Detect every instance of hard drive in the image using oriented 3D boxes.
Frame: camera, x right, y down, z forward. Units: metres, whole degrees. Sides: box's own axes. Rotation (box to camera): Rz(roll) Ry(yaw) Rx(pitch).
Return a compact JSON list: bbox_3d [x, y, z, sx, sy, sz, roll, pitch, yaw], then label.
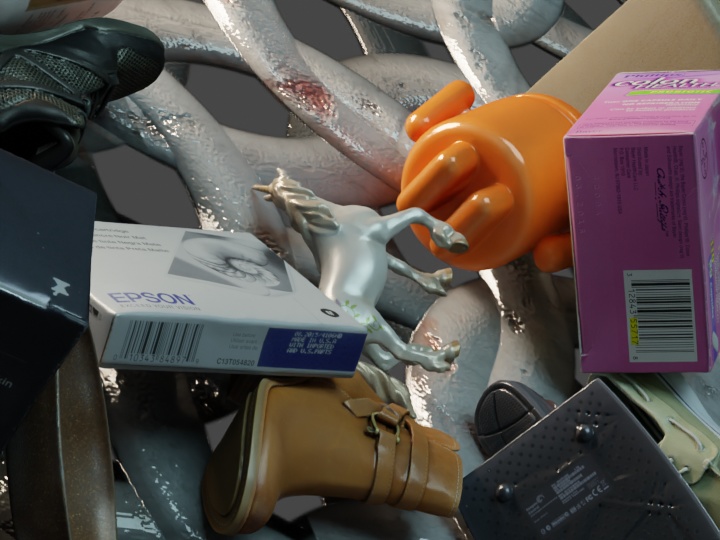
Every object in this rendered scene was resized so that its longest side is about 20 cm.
[{"bbox_3d":[0.159,0.182,1.728,0.200,0.135,0.042,56,7,28],"label":"hard drive"}]

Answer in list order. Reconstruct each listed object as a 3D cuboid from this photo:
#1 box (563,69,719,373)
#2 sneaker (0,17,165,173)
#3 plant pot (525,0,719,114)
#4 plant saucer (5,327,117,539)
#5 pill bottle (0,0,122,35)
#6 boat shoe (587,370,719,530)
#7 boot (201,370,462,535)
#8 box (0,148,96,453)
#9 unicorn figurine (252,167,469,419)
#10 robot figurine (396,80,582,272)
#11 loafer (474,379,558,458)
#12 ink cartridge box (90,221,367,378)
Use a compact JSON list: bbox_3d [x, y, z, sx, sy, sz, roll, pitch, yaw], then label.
[{"bbox_3d":[0.219,-0.038,1.995,0.096,0.177,0.200,-1,16,16],"label":"box"},{"bbox_3d":[-0.196,-0.107,1.821,0.199,0.076,0.114,-10,55,-47],"label":"sneaker"},{"bbox_3d":[0.284,-0.141,2.241,0.177,0.200,0.200,53,34,7],"label":"plant pot"},{"bbox_3d":[-0.163,0.111,1.481,0.037,0.201,0.201,-7,38,1],"label":"plant saucer"},{"bbox_3d":[-0.253,-0.215,1.868,0.114,0.114,0.200,46,32,17],"label":"pill bottle"},{"bbox_3d":[0.227,0.137,1.924,0.062,0.072,0.200,-6,39,-31],"label":"boat shoe"},{"bbox_3d":[-0.011,0.120,1.688,0.154,0.074,0.200,28,30,-10],"label":"boot"},{"bbox_3d":[-0.264,0.022,1.386,0.196,0.200,0.118,25,32,-19],"label":"box"},{"bbox_3d":[0.000,0.000,1.860,0.137,0.074,0.200,15,41,-13],"label":"unicorn figurine"},{"bbox_3d":[0.106,-0.069,2.023,0.143,0.117,0.200,14,20,29],"label":"robot figurine"},{"bbox_3d":[0.150,0.150,1.818,0.063,0.072,0.200,8,37,-44],"label":"loafer"},{"bbox_3d":[-0.127,0.004,1.701,0.199,0.041,0.200,4,22,-41],"label":"ink cartridge box"}]
